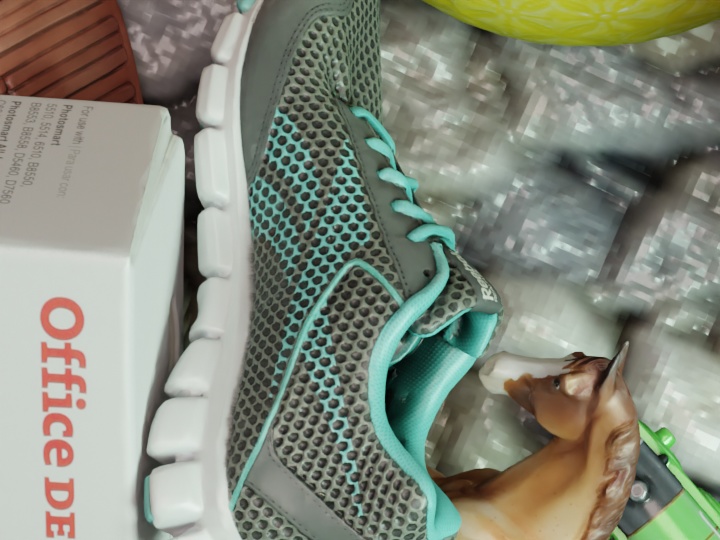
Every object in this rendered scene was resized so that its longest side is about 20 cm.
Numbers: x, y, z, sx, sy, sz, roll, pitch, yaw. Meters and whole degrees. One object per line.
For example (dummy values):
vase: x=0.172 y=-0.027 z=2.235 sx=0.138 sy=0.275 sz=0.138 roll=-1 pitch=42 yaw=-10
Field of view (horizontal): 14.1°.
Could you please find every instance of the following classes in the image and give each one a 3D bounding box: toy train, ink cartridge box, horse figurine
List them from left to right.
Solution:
ink cartridge box: x=-0.154 y=0.028 z=0.837 sx=0.199 sy=0.084 sz=0.147 roll=4 pitch=122 yaw=4
horse figurine: x=0.021 y=0.119 z=0.857 sx=0.132 sy=0.050 sz=0.201 roll=1 pitch=89 yaw=23
toy train: x=0.131 y=0.122 z=0.864 sx=0.042 sy=0.056 sz=0.200 roll=-42 pitch=88 yaw=2

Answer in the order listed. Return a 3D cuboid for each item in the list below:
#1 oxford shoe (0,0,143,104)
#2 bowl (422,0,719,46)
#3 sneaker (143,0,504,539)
oxford shoe: x=-0.128 y=-0.085 z=0.885 sx=0.074 sy=0.071 sz=0.201 roll=-22 pitch=93 yaw=33
bowl: x=0.059 y=-0.151 z=0.816 sx=0.199 sy=0.108 sz=0.201 roll=4 pitch=108 yaw=11
sneaker: x=0.000 y=0.000 z=0.838 sx=0.091 sy=0.078 sz=0.201 roll=-3 pitch=70 yaw=23
